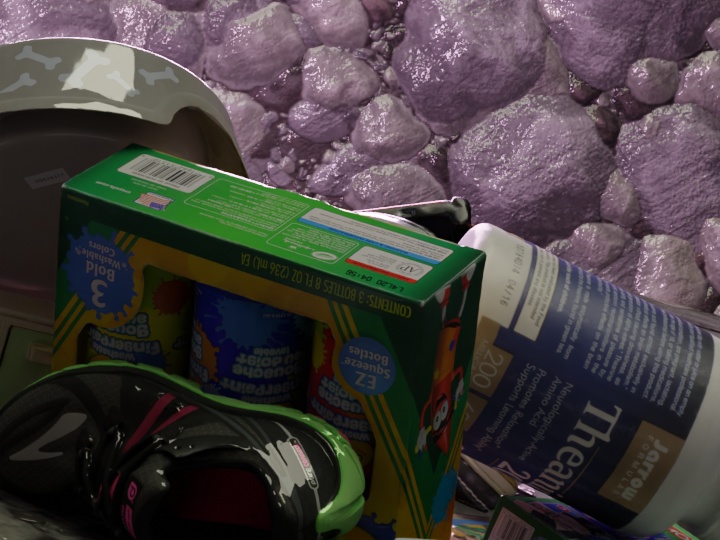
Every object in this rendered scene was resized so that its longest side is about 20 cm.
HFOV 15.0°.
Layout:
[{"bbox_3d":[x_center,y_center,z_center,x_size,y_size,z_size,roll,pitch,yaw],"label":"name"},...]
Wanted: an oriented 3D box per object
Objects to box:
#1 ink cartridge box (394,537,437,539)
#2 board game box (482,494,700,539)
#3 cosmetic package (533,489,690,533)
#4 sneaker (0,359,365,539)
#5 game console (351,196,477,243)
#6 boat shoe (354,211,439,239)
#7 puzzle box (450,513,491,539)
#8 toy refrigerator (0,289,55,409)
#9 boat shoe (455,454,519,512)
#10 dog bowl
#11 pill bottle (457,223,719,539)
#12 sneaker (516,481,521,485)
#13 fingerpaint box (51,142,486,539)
[{"bbox_3d":[0.071,0.161,1.183,0.104,0.060,0.200,21,7,40],"label":"ink cartridge box"},{"bbox_3d":[0.174,0.174,1.364,0.200,0.029,0.134,33,14,38],"label":"board game box"},{"bbox_3d":[0.180,0.107,1.558,0.200,0.085,0.108,26,38,-43],"label":"cosmetic package"},{"bbox_3d":[-0.097,0.092,1.274,0.199,0.077,0.084,5,21,28],"label":"sneaker"},{"bbox_3d":[0.046,0.061,1.751,0.172,0.200,0.119,-7,50,-2],"label":"game console"},{"bbox_3d":[0.000,0.000,1.404,0.071,0.072,0.200,-30,7,-27],"label":"boat shoe"},{"bbox_3d":[0.083,0.159,1.436,0.133,0.026,0.200,22,7,42],"label":"puzzle box"},{"bbox_3d":[-0.119,0.070,1.464,0.199,0.076,0.070,15,6,-24],"label":"toy refrigerator"},{"bbox_3d":[0.014,0.106,1.566,0.073,0.065,0.200,47,-14,-32],"label":"boat shoe"},{"bbox_3d":[-0.152,-0.046,1.430,0.199,0.059,0.200,-3,-34,-2],"label":"dog bowl"},{"bbox_3d":[0.123,0.067,1.383,0.199,0.111,0.111,26,4,-7],"label":"pill bottle"},{"bbox_3d":[0.025,0.077,1.721,0.199,0.077,0.082,16,25,-5],"label":"sneaker"},{"bbox_3d":[-0.051,0.049,1.326,0.199,0.167,0.073,18,29,22],"label":"fingerpaint box"}]
